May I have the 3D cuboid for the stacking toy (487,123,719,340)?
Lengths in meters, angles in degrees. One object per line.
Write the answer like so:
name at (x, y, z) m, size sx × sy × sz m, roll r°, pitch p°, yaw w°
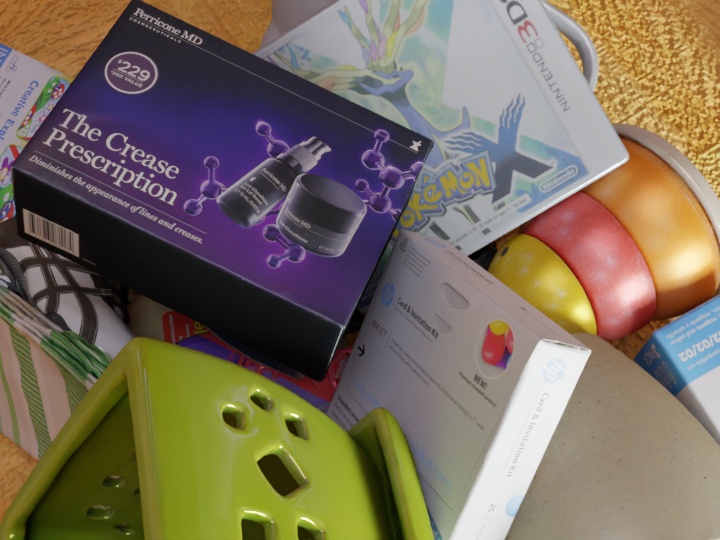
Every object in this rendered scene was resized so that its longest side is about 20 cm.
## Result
stacking toy at (0.133, 0.008, 0.760) m, size 0.199 × 0.146 × 0.146 m, roll -33°, pitch 72°, yaw -19°

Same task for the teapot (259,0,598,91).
teapot at (0.035, -0.151, 0.820) m, size 0.199 × 0.197 × 0.147 m, roll -15°, pitch 77°, yaw 40°

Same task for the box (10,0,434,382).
box at (-0.078, -0.049, 0.670) m, size 0.199 × 0.079 × 0.142 m, roll 25°, pitch 57°, yaw 1°

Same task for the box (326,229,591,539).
box at (0.035, 0.097, 0.665) m, size 0.041 × 0.156 × 0.201 m, roll 12°, pitch 106°, yaw -31°

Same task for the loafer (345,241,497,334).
loafer at (0.000, 0.000, 0.799) m, size 0.199 × 0.073 × 0.073 m, roll 0°, pitch 41°, yaw -12°

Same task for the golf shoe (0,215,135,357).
golf shoe at (-0.183, 0.017, 0.770) m, size 0.200 × 0.078 × 0.094 m, roll 35°, pitch 65°, yaw 23°

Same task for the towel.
towel at (-0.201, 0.084, 0.734) m, size 0.199 × 0.153 × 0.023 m, roll 27°, pitch 45°, yaw 33°

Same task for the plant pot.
plant pot at (-0.065, 0.177, 0.586) m, size 0.181 × 0.200 × 0.200 m, roll 13°, pitch 47°, yaw -33°

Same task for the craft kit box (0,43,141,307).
craft kit box at (-0.235, -0.047, 0.865) m, size 0.197 × 0.049 × 0.201 m, roll 24°, pitch 74°, yaw 13°

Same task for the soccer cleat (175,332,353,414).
soccer cleat at (-0.033, 0.071, 0.770) m, size 0.199 × 0.073 × 0.069 m, roll 12°, pitch 65°, yaw -5°

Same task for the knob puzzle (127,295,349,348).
knob puzzle at (-0.103, 0.090, 0.807) m, size 0.218 × 0.030 × 0.221 m, roll 4°, pitch 66°, yaw -9°

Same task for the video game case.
video game case at (0.039, -0.098, 0.733) m, size 0.199 × 0.022 × 0.183 m, roll -31°, pitch 95°, yaw 11°

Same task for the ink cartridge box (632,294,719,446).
ink cartridge box at (0.258, 0.125, 0.743) m, size 0.068 × 0.115 × 0.201 m, roll -28°, pitch 71°, yaw -8°

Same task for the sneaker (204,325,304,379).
sneaker at (-0.087, -0.032, 0.738) m, size 0.199 × 0.081 × 0.115 m, roll 35°, pitch 72°, yaw 11°

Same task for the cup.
cup at (0.126, 0.124, 0.707) m, size 0.199 × 0.200 × 0.144 m, roll -19°, pitch 69°, yaw -4°
